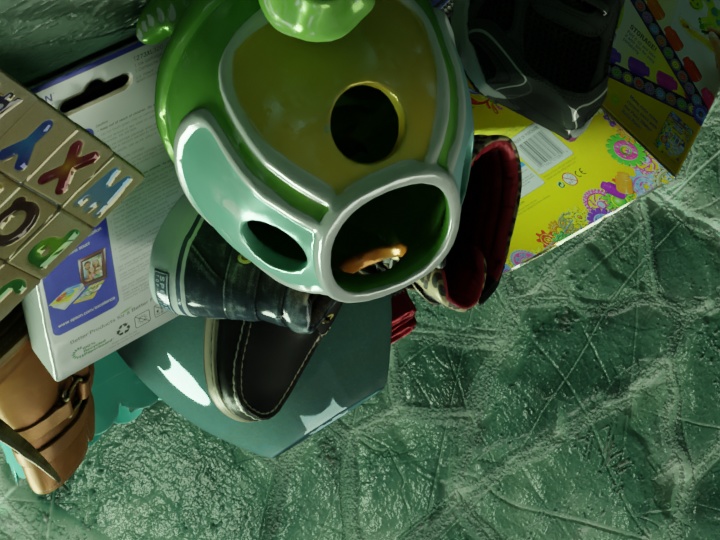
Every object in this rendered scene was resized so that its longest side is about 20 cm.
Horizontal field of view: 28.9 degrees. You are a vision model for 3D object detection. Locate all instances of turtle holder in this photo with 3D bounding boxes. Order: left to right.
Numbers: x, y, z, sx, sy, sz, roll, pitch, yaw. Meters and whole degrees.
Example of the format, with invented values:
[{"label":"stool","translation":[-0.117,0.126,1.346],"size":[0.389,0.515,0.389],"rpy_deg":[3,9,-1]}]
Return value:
[{"label":"turtle holder","translation":[-0.008,-0.074,0.595],"size":[0.139,0.133,0.186],"rpy_deg":[-6,141,-32]}]

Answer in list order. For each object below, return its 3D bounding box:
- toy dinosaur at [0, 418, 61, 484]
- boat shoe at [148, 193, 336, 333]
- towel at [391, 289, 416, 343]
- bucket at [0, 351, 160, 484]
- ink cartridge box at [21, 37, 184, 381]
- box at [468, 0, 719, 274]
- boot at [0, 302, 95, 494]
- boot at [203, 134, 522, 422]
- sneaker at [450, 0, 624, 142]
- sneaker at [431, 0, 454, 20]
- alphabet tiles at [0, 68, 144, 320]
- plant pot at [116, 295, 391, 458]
[{"label":"toy dinosaur","translation":[-0.233,0.035,0.697],"size":[0.105,0.200,0.061],"rpy_deg":[-5,121,-35]},{"label":"boat shoe","translation":[-0.033,-0.046,0.753],"size":[0.071,0.090,0.201],"rpy_deg":[87,21,-48]},{"label":"towel","translation":[-0.057,-0.007,1.065],"size":[0.143,0.201,0.023],"rpy_deg":[-29,154,3]},{"label":"bucket","translation":[-0.239,0.076,1.207],"size":[0.206,0.136,0.207],"rpy_deg":[-30,179,-1]},{"label":"ink cartridge box","translation":[-0.133,-0.035,0.709],"size":[0.094,0.037,0.201],"rpy_deg":[-29,147,-26]},{"label":"box","translation":[0.125,-0.124,0.870],"size":[0.200,0.122,0.193],"rpy_deg":[-34,-161,55]},{"label":"boot","translation":[-0.211,0.073,0.841],"size":[0.076,0.157,0.201],"rpy_deg":[6,-149,6]},{"label":"boot","translation":[0.000,0.000,0.788],"size":[0.149,0.073,0.202],"rpy_deg":[11,-109,44]},{"label":"sneaker","translation":[0.098,-0.157,0.646],"size":[0.086,0.079,0.202],"rpy_deg":[127,-22,-52]},{"label":"sneaker","translation":[-0.002,-0.117,0.717],"size":[0.198,0.079,0.075],"rpy_deg":[-30,177,-4]},{"label":"alphabet tiles","translation":[-0.184,-0.010,0.542],"size":[0.167,0.008,0.200],"rpy_deg":[-44,159,2]},{"label":"plant pot","translation":[-0.055,0.044,0.940],"size":[0.199,0.136,0.200],"rpy_deg":[-32,174,-4]}]
